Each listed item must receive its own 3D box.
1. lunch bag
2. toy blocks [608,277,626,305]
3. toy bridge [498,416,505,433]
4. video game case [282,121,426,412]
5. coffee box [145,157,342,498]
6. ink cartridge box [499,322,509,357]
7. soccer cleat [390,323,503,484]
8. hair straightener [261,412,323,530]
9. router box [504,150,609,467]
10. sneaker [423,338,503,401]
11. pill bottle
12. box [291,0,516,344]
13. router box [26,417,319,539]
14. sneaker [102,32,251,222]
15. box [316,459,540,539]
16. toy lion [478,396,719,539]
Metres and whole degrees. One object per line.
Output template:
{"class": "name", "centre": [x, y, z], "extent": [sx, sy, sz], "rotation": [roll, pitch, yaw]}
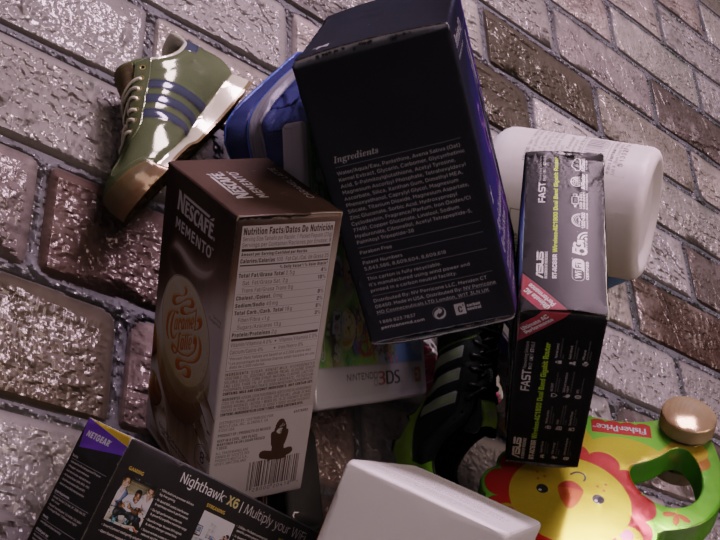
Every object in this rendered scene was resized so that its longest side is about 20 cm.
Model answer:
{"class": "lunch bag", "centre": [-0.030, -0.110, 0.954], "extent": [0.200, 0.131, 0.137], "rotation": [-51, 127, -48]}
{"class": "toy blocks", "centre": [0.207, -0.034, 1.044], "extent": [0.100, 0.135, 0.202], "rotation": [52, 21, -44]}
{"class": "toy bridge", "centre": [0.195, 0.195, 0.989], "extent": [0.067, 0.027, 0.200], "rotation": [38, 5, -28]}
{"class": "video game case", "centre": [0.000, 0.000, 0.830], "extent": [0.181, 0.022, 0.204], "rotation": [5, 81, -62]}
{"class": "coffee box", "centre": [-0.084, 0.038, 0.730], "extent": [0.079, 0.114, 0.203], "rotation": [-4, 114, -33]}
{"class": "ink cartridge box", "centre": [0.140, 0.021, 1.094], "extent": [0.197, 0.043, 0.200], "rotation": [54, 29, -8]}
{"class": "soccer cleat", "centre": [0.091, 0.092, 0.907], "extent": [0.067, 0.081, 0.203], "rotation": [17, 95, -41]}
{"class": "hair straightener", "centre": [-0.041, 0.108, 0.849], "extent": [0.041, 0.077, 0.203], "rotation": [25, 50, -30]}
{"class": "router box", "centre": [0.146, 0.033, 0.826], "extent": [0.061, 0.202, 0.151], "rotation": [4, 50, 7]}
{"class": "sneaker", "centre": [0.057, 0.057, 0.989], "extent": [0.199, 0.073, 0.089], "rotation": [29, 48, -38]}
{"class": "pill bottle", "centre": [0.158, -0.066, 0.958], "extent": [0.114, 0.197, 0.116], "rotation": [12, 90, -68]}
{"class": "box", "centre": [0.037, -0.077, 0.744], "extent": [0.148, 0.103, 0.203], "rotation": [-75, 151, -65]}
{"class": "router box", "centre": [-0.114, 0.203, 0.654], "extent": [0.199, 0.052, 0.159], "rotation": [38, 71, -40]}
{"class": "sneaker", "centre": [-0.170, -0.124, 0.876], "extent": [0.090, 0.067, 0.201], "rotation": [40, 43, -7]}
{"class": "box", "centre": [0.033, 0.214, 0.697], "extent": [0.154, 0.105, 0.200], "rotation": [-67, 163, -5]}
{"class": "toy lion", "centre": [0.193, 0.179, 0.871], "extent": [0.196, 0.070, 0.193], "rotation": [6, 36, 4]}
